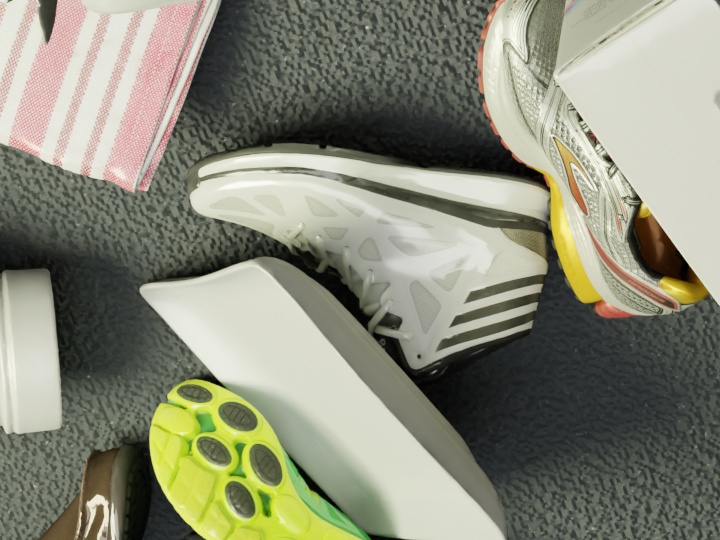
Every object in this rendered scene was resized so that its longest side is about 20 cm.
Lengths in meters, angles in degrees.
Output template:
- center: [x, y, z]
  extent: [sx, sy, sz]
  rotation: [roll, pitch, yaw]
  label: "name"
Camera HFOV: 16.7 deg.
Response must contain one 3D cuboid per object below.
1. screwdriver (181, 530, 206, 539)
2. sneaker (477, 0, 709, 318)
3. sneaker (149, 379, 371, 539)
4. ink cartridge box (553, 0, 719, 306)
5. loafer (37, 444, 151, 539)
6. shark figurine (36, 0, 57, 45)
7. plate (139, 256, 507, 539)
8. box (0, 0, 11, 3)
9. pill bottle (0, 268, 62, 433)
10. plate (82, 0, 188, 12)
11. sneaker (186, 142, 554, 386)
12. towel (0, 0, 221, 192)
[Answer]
- center: [-0.131, 0.161, 1.377]
  extent: [0.199, 0.029, 0.028]
  rotation: [2, 120, -38]
  label: "screwdriver"
- center: [0.129, -0.066, 1.253]
  extent: [0.082, 0.078, 0.201]
  rotation: [3, 128, 53]
  label: "sneaker"
- center: [-0.047, 0.148, 1.393]
  extent: [0.074, 0.084, 0.200]
  rotation: [-43, 83, -13]
  label: "sneaker"
- center: [0.169, -0.094, 1.178]
  extent: [0.085, 0.200, 0.148]
  rotation: [-33, 105, 21]
  label: "ink cartridge box"
- center: [-0.175, 0.187, 1.437]
  extent: [0.071, 0.073, 0.201]
  rotation: [18, 116, 1]
  label: "loafer"
- center: [-0.177, -0.189, 1.115]
  extent: [0.214, 0.128, 0.090]
  rotation: [32, 155, 38]
  label: "shark figurine"
- center: [-0.016, 0.066, 1.319]
  extent: [0.032, 0.200, 0.200]
  rotation: [-45, 103, -19]
  label: "plate"
- center: [-0.200, -0.262, 1.200]
  extent: [0.176, 0.097, 0.201]
  rotation: [28, 100, -4]
  label: "box"
- center: [-0.268, 0.052, 1.350]
  extent: [0.198, 0.120, 0.120]
  rotation: [-4, 115, -9]
  label: "pill bottle"
- center: [-0.035, -0.207, 1.176]
  extent: [0.198, 0.032, 0.201]
  rotation: [-10, 137, -16]
  label: "plate"
- center: [0.000, 0.000, 1.294]
  extent: [0.199, 0.076, 0.116]
  rotation: [7, 80, 5]
  label: "sneaker"
- center: [-0.179, -0.142, 1.281]
  extent: [0.199, 0.030, 0.147]
  rotation: [21, 97, -4]
  label: "towel"
